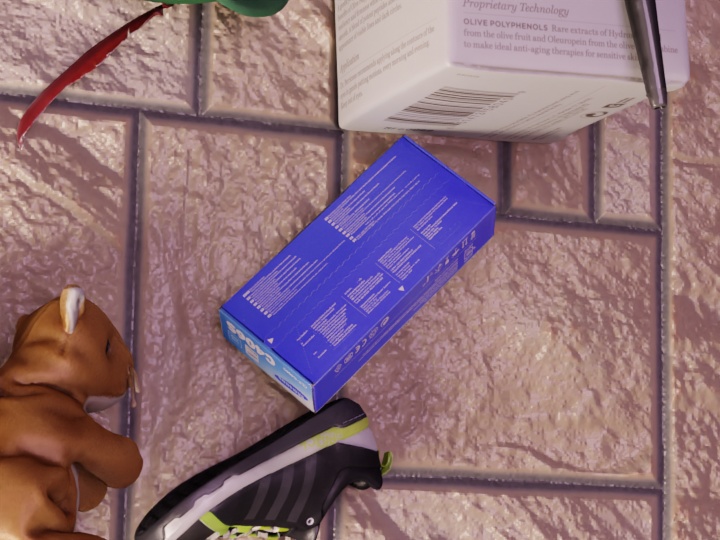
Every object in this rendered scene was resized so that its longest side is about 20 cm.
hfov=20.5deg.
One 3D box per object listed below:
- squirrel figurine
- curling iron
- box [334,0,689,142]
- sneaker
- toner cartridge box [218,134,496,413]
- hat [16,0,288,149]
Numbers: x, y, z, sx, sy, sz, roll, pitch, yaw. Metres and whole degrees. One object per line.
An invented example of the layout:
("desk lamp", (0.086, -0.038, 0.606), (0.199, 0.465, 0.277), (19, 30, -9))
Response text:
("squirrel figurine", (-0.236, 0.093, 1.302), (0.199, 0.141, 0.188), (23, 67, -19))
("curling iron", (0.182, -0.208, 1.355), (0.049, 0.025, 0.202), (-5, 85, -63))
("box", (0.104, -0.199, 1.447), (0.198, 0.199, 0.173), (1, 81, -23))
("sneaker", (-0.061, 0.163, 1.392), (0.199, 0.072, 0.083), (-28, 93, -23))
("toner cartridge box", (0.000, 0.000, 1.436), (0.095, 0.043, 0.200), (37, 67, 22))
("hat", (-0.168, -0.218, 1.441), (0.167, 0.175, 0.200), (62, 29, 0))
